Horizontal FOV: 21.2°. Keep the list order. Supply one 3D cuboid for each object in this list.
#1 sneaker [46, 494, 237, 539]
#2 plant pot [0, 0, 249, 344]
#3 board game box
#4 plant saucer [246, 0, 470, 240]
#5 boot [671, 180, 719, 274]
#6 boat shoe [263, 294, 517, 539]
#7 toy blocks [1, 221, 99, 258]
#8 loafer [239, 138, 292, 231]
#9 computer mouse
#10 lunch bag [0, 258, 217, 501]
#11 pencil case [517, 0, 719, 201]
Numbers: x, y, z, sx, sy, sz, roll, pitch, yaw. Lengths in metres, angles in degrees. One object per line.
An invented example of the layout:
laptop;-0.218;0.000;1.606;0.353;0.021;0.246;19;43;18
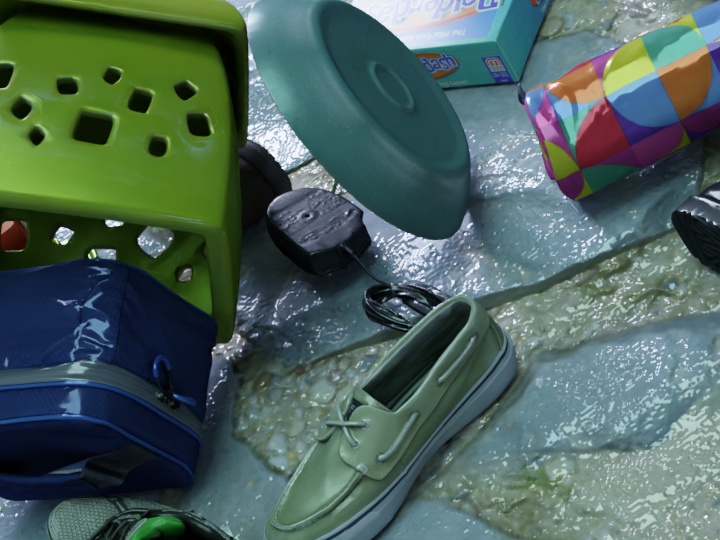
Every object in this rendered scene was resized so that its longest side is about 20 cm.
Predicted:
sneaker;-0.122;0.167;1.159;0.199;0.085;0.078;10;56;42
plant pot;-0.168;-0.079;1.267;0.198;0.200;0.182;8;67;1
board game box;0.076;-0.221;1.444;0.152;0.045;0.200;-2;50;34
plant saucer;0.010;-0.110;1.254;0.036;0.200;0.200;-40;35;24
boot;0.302;-0.061;1.112;0.200;0.066;0.165;-39;40;-12
boat shoe;0.009;0.094;1.156;0.200;0.062;0.072;-46;40;-12
toy blocks;-0.268;-0.022;1.415;0.100;0.137;0.200;-34;39;1
loafer;-0.140;-0.076;1.428;0.200;0.073;0.071;19;61;45
computer mouse;0.000;0.000;1.291;0.058;0.034;0.200;-29;41;-19
lunch bag;-0.189;0.082;1.248;0.199;0.136;0.133;-8;62;32
pencil case;0.199;-0.117;1.222;0.199;0.088;0.089;-24;40;13
